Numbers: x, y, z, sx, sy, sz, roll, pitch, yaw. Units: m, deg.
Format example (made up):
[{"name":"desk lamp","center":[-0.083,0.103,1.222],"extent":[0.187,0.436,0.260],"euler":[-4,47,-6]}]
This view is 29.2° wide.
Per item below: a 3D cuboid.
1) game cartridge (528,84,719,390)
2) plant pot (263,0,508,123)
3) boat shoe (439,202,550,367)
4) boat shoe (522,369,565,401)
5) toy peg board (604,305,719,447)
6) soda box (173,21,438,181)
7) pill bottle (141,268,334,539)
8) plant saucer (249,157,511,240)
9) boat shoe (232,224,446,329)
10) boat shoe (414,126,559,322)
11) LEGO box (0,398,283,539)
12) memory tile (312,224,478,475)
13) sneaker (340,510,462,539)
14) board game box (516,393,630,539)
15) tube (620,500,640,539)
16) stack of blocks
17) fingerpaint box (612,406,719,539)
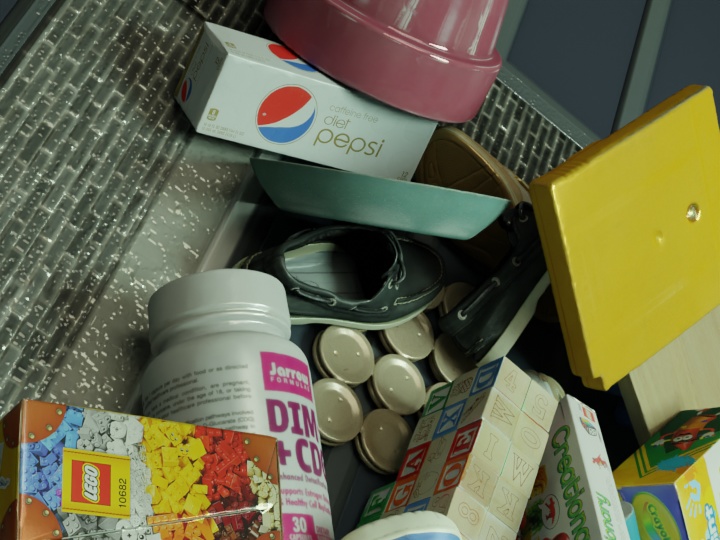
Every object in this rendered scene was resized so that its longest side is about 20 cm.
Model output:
[{"name":"game cartridge","center":[0.218,-0.026,1.071],"extent":[0.199,0.032,0.178],"euler":[-30,115,-32]},{"name":"plant pot","center":[0.044,-0.244,1.103],"extent":[0.199,0.180,0.200],"euler":[23,23,-10]},{"name":"boat shoe","center":[0.130,-0.020,1.094],"extent":[0.066,0.075,0.200],"euler":[33,90,2]},{"name":"boat shoe","center":[0.160,0.172,1.075],"extent":[0.068,0.075,0.201],"euler":[-7,75,-45]},{"name":"toy peg board","center":[0.256,0.038,1.194],"extent":[0.199,0.097,0.201],"euler":[-39,119,-30]},{"name":"soda box","center":[-0.040,-0.129,1.085],"extent":[0.199,0.068,0.064],"euler":[11,26,-33]},{"name":"pill bottle","center":[-0.083,0.109,0.895],"extent":[0.113,0.113,0.201],"euler":[8,61,-34]},{"name":"plant saucer","center":[0.012,-0.051,1.034],"extent":[0.199,0.199,0.036],"euler":[8,94,-35]},{"name":"boat shoe","center":[-0.001,-0.002,1.034],"extent":[0.198,0.066,0.075],"euler":[2,63,-37]},{"name":"boat shoe","center":[0.120,-0.046,1.178],"extent":[0.200,0.074,0.069],"euler":[51,29,-13]},{"name":"LEGO box","center":[-0.155,0.149,0.756],"extent":[0.148,0.200,0.078],"euler":[14,58,-32]},{"name":"memory tile","center":[0.030,0.069,1.075],"extent":[0.153,0.017,0.201],"euler":[30,51,-21]},{"name":"sneaker","center":[-0.010,0.225,0.797],"extent":[0.199,0.077,0.111],"euler":[-23,49,-17]},{"name":"board game box","center":[0.127,0.193,0.955],"extent":[0.034,0.126,0.201],"euler":[32,26,-20]},{"name":"tube","center":[0.190,0.269,1.007],"extent":[0.077,0.050,0.202],"euler":[-13,101,-3]},{"name":"stack of blocks","center":[0.056,0.168,0.961],"extent":[0.058,0.115,0.201],"euler":[39,50,-18]},{"name":"fingerpaint box","center":[0.271,0.229,1.080],"extent":[0.166,0.073,0.202],"euler":[-26,102,-50]}]
